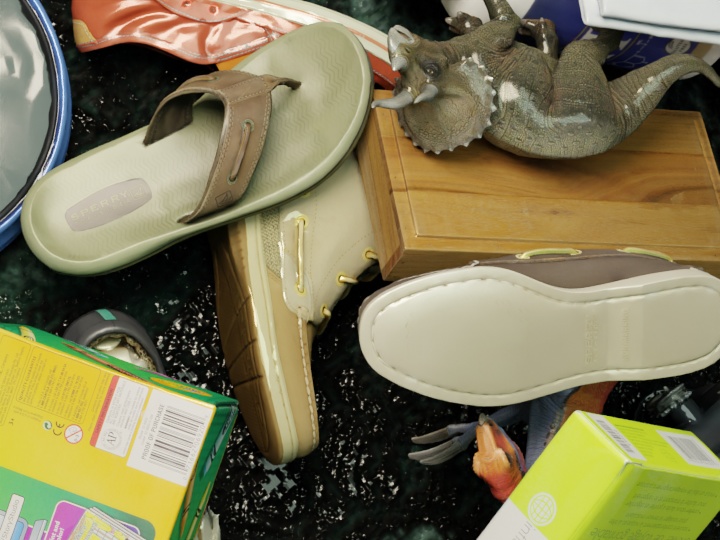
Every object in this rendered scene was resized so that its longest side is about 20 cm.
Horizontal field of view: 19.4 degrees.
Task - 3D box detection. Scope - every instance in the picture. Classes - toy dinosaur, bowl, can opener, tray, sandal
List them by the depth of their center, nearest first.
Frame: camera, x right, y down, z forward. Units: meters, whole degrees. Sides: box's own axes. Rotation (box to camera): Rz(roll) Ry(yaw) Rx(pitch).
[{"bbox_3d":[-0.079,-0.061,1.072,0.201,0.057,0.080,-31,72,-10],"label":"sandal"},{"bbox_3d":[-0.246,-0.090,1.087,0.200,0.039,0.201,3,80,-18],"label":"bowl"},{"bbox_3d":[0.090,-0.094,1.098,0.200,0.077,0.102,14,63,-21],"label":"toy dinosaur"},{"bbox_3d":[0.113,0.046,1.120,0.200,0.105,0.182,-10,49,9],"label":"toy dinosaur"},{"bbox_3d":[0.101,-0.042,1.125,0.200,0.037,0.099,2,59,-23],"label":"tray"},{"bbox_3d":[0.144,0.127,1.173,0.200,0.063,0.079,-31,93,-21],"label":"can opener"}]

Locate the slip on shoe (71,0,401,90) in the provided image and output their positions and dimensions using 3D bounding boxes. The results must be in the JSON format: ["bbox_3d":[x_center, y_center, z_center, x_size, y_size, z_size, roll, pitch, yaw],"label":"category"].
[{"bbox_3d":[-0.062,-0.123,1.144,0.200,0.074,0.061,13,93,-15],"label":"slip on shoe"}]

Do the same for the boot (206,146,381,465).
[{"bbox_3d":[0.000,0.000,1.139,0.155,0.073,0.200,-4,73,-19],"label":"boot"}]

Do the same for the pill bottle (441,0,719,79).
[{"bbox_3d":[0.108,-0.182,1.173,0.200,0.120,0.120,10,78,-23],"label":"pill bottle"}]

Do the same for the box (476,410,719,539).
[{"bbox_3d":[0.098,0.167,1.090,0.122,0.048,0.200,14,116,-52],"label":"box"}]

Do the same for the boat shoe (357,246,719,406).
[{"bbox_3d":[0.089,0.023,1.064,0.200,0.060,0.072,-4,108,-17],"label":"boat shoe"}]

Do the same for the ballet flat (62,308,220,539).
[{"bbox_3d":[-0.111,0.116,1.084,0.073,0.073,0.200,-14,86,-21],"label":"ballet flat"}]

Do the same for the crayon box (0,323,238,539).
[{"bbox_3d":[-0.150,0.139,1.026,0.119,0.058,0.200,19,89,9],"label":"crayon box"}]

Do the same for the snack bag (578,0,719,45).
[{"bbox_3d":[0.184,-0.210,1.140,0.188,0.021,0.200,3,66,-27],"label":"snack bag"}]
